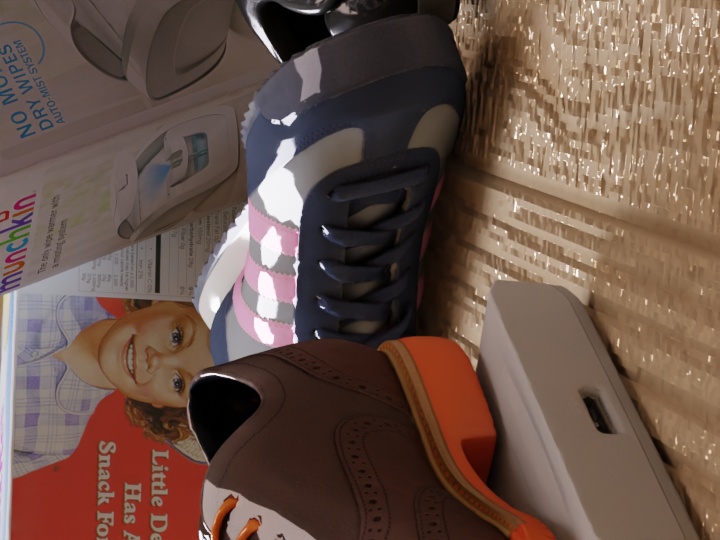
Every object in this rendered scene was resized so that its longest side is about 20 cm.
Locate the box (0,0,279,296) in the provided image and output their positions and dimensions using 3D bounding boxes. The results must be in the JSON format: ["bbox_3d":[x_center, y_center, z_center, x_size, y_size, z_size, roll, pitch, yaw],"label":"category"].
[{"bbox_3d":[-0.124,-0.107,1.012,0.201,0.176,0.097,60,156,20],"label":"box"}]

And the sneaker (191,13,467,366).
[{"bbox_3d":[0.000,0.000,0.844,0.200,0.070,0.082,109,145,-62],"label":"sneaker"}]

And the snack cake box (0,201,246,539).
[{"bbox_3d":[-0.077,0.039,1.060,0.067,0.114,0.201,124,148,-70],"label":"snack cake box"}]

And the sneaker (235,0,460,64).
[{"bbox_3d":[0.010,-0.120,0.807,0.200,0.069,0.100,-47,59,60],"label":"sneaker"}]

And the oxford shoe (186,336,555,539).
[{"bbox_3d":[0.000,0.075,0.625,0.200,0.072,0.072,-114,31,-66],"label":"oxford shoe"}]

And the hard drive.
[{"bbox_3d":[0.038,0.121,0.675,0.132,0.027,0.201,-110,26,-63],"label":"hard drive"}]
